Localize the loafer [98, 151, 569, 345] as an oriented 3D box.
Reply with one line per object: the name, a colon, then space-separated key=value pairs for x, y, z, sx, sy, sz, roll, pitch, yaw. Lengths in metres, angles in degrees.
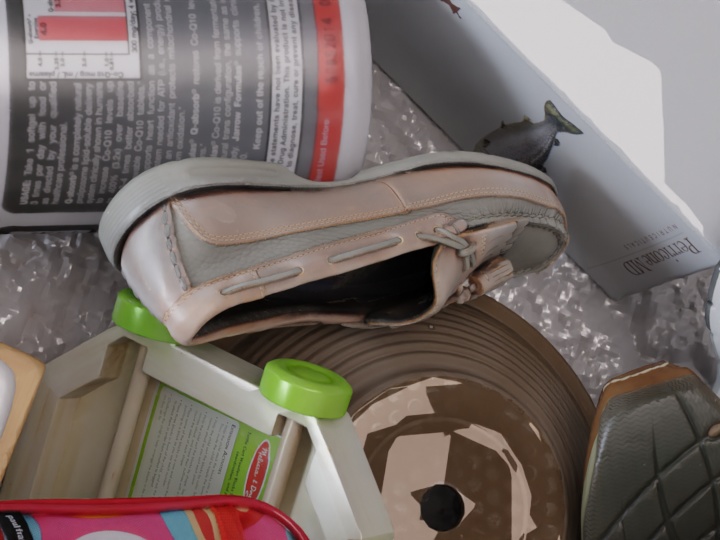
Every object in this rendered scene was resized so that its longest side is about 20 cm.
loafer: x=0.000 y=0.000 z=0.882 sx=0.200 sy=0.072 sz=0.063 roll=-1 pitch=51 yaw=-37

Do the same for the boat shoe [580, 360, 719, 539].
boat shoe: x=0.122 y=0.125 z=0.937 sx=0.075 sy=0.074 sz=0.200 roll=-16 pitch=114 yaw=-5

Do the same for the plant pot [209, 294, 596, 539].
plant pot: x=0.017 y=0.094 z=0.928 sx=0.200 sy=0.093 sz=0.201 roll=2 pitch=82 yaw=-16

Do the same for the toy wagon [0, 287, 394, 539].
toy wagon: x=-0.047 y=0.103 z=0.867 sx=0.200 sy=0.040 sz=0.155 roll=24 pitch=104 yaw=29

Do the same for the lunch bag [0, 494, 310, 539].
lunch bag: x=-0.063 y=0.171 z=0.742 sx=0.176 sy=0.082 sz=0.200 roll=2 pitch=64 yaw=-33

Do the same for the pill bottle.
pill bottle: x=-0.105 y=-0.072 z=0.903 sx=0.200 sy=0.116 sz=0.116 roll=-1 pitch=82 yaw=-18

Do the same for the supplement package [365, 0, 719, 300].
supplement package: x=0.089 y=-0.103 z=0.967 sx=0.200 sy=0.117 sz=0.117 roll=44 pitch=72 yaw=-6

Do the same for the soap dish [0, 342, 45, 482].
soap dish: x=-0.222 y=0.096 z=0.860 sx=0.157 sy=0.081 sz=0.200 roll=23 pitch=76 yaw=-12

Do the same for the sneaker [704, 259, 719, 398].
sneaker: x=0.175 y=0.061 z=0.937 sx=0.074 sy=0.200 sz=0.087 roll=-35 pitch=55 yaw=-28
